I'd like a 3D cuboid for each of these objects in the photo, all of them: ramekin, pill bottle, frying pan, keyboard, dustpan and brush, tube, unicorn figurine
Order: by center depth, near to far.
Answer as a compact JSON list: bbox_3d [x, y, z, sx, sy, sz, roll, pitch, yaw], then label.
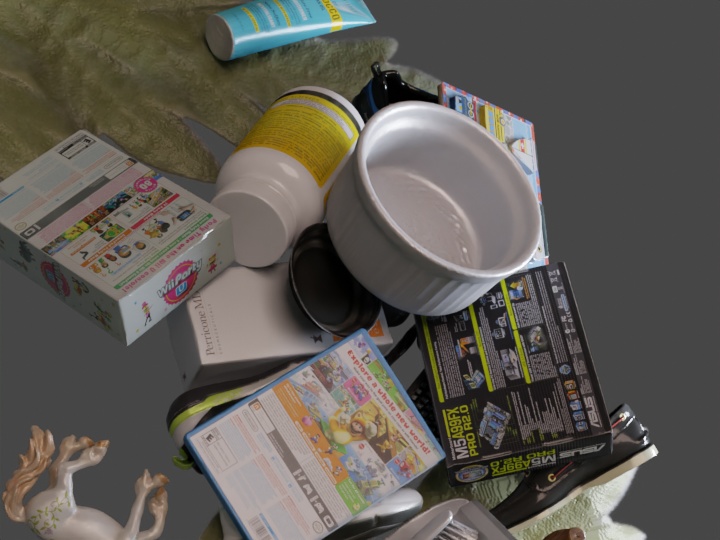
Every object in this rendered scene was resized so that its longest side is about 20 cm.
[{"bbox_3d":[-0.225,0.230,1.430,0.199,0.074,0.138,25,65,10],"label":"unicorn figurine"},{"bbox_3d":[0.034,0.273,1.494,0.200,0.140,0.057,-39,107,-5],"label":"dustpan and brush"},{"bbox_3d":[0.064,-0.054,1.556,0.200,0.098,0.201,18,49,-22],"label":"ramekin"},{"bbox_3d":[-0.011,-0.012,1.571,0.115,0.031,0.190,49,44,-17],"label":"frying pan"},{"bbox_3d":[-0.075,-0.091,1.608,0.112,0.113,0.200,34,38,-1],"label":"pill bottle"},{"bbox_3d":[0.083,0.090,1.623,0.127,0.021,0.200,28,64,26],"label":"keyboard"},{"bbox_3d":[-0.077,-0.278,1.785,0.200,0.050,0.078,-24,81,-36],"label":"tube"}]

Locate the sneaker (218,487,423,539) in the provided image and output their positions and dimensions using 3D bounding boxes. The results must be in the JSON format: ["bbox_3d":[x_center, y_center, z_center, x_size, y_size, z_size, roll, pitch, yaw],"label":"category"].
[{"bbox_3d":[-0.036,0.211,1.511,0.199,0.070,0.081,-3,61,-23],"label":"sneaker"}]

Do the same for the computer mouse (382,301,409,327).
[{"bbox_3d":[0.028,-0.033,1.694,0.058,0.034,0.201,6,60,-18],"label":"computer mouse"}]

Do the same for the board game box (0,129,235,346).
[{"bbox_3d":[-0.240,-0.036,1.524,0.200,0.064,0.147,30,52,28],"label":"board game box"}]

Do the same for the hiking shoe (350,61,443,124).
[{"bbox_3d":[0.080,-0.138,1.740,0.199,0.087,0.075,30,56,-4],"label":"hiking shoe"}]

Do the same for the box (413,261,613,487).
[{"bbox_3d":[0.143,0.097,1.571,0.159,0.044,0.201,-13,55,1],"label":"box"}]

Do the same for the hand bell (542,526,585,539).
[{"bbox_3d":[0.154,0.274,1.473,0.104,0.200,0.105,10,59,-17],"label":"hand bell"}]

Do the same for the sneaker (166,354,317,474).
[{"bbox_3d":[-0.085,0.143,1.527,0.199,0.072,0.083,-16,60,-17],"label":"sneaker"}]

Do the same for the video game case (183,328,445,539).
[{"bbox_3d":[-0.040,0.160,1.477,0.200,0.018,0.143,-30,81,-21],"label":"video game case"}]

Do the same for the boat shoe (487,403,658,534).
[{"bbox_3d":[0.187,0.200,1.575,0.201,0.074,0.063,-31,86,-4],"label":"boat shoe"}]

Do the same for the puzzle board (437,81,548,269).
[{"bbox_3d":[0.144,-0.088,1.717,0.150,0.017,0.201,17,60,-41],"label":"puzzle board"}]

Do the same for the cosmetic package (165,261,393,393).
[{"bbox_3d":[-0.080,0.051,1.580,0.199,0.071,0.102,-6,65,-24],"label":"cosmetic package"}]
